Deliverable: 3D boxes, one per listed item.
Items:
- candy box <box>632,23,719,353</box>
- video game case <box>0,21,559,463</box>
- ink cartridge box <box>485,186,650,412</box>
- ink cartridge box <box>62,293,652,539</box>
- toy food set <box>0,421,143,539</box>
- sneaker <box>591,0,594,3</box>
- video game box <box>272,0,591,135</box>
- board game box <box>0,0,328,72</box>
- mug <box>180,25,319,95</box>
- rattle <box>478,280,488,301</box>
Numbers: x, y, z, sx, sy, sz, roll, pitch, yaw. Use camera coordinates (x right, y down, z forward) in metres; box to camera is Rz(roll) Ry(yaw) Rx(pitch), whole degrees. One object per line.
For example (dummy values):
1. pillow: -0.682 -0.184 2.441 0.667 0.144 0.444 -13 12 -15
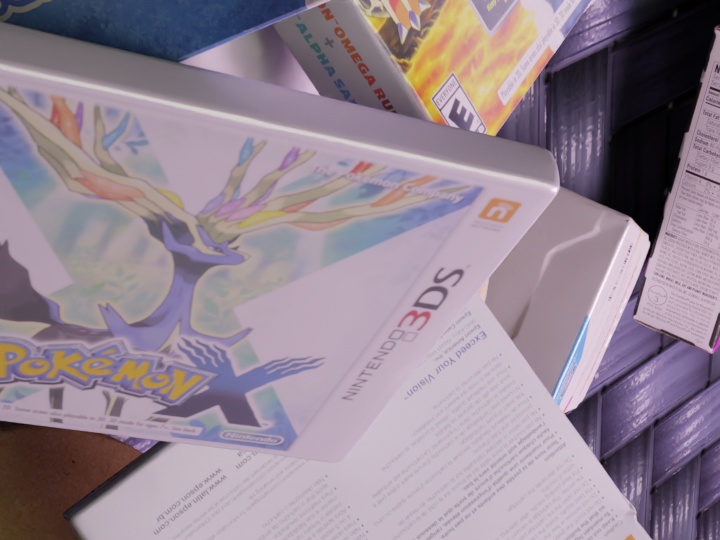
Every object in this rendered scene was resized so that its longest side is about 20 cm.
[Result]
1. candy box: 0.242 -0.067 1.008 0.136 0.061 0.202 -35 142 -54
2. video game case: -0.060 0.003 0.554 0.198 0.022 0.183 10 139 -24
3. ink cartridge box: 0.110 0.016 0.917 0.116 0.067 0.200 -66 167 3
4. ink cartridge box: 0.011 0.122 0.680 0.199 0.041 0.201 -37 92 -14
5. toy food set: -0.128 0.153 0.690 0.199 0.199 0.049 -17 156 -50
6. sneaker: 0.093 -0.227 0.811 0.112 0.077 0.202 26 80 -46
7. video game box: 0.021 -0.159 0.605 0.183 0.047 0.200 53 48 -19
8. board game box: -0.072 -0.164 0.480 0.043 0.198 0.200 -60 128 -72
9. mug: -0.109 -0.039 0.645 0.198 0.148 0.176 -20 130 -1
10. rattle: 0.000 0.000 0.722 0.143 0.129 0.201 -58 -172 50
